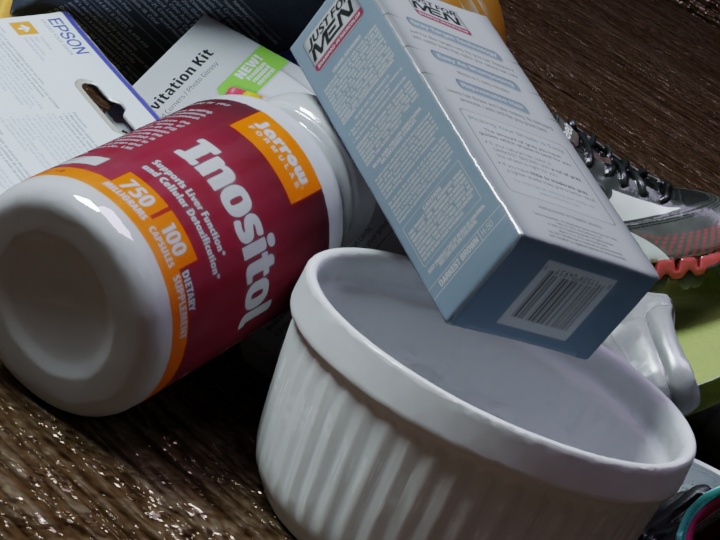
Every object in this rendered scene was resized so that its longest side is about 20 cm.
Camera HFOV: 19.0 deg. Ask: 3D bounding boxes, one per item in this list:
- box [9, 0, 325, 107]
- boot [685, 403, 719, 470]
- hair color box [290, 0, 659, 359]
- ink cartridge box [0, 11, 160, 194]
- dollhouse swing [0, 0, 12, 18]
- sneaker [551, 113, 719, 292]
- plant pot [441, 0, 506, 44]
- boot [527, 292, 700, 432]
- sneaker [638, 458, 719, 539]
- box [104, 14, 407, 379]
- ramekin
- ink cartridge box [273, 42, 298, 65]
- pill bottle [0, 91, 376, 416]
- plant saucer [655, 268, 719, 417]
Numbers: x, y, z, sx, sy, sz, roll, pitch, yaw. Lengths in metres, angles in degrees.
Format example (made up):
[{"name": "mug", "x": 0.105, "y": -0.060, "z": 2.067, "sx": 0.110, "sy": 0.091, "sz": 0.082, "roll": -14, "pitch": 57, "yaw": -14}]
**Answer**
[{"name": "box", "x": -0.088, "y": -0.206, "z": 1.264, "sx": 0.107, "sy": 0.199, "sz": 0.149, "roll": 41, "pitch": 45, "yaw": -40}, {"name": "boot", "x": 0.246, "y": 0.074, "z": 1.365, "sx": 0.138, "sy": 0.078, "sz": 0.200, "roll": 34, "pitch": 18, "yaw": 23}, {"name": "hair color box", "x": 0.052, "y": -0.054, "z": 1.044, "sx": 0.099, "sy": 0.061, "sz": 0.201, "roll": 16, "pitch": 35, "yaw": -41}, {"name": "ink cartridge box", "x": -0.198, "y": -0.068, "z": 1.124, "sx": 0.199, "sy": 0.041, "sz": 0.200, "roll": -6, "pitch": 40, "yaw": -38}, {"name": "dollhouse swing", "x": -0.278, "y": -0.185, "z": 1.274, "sx": 0.199, "sy": 0.183, "sz": 0.176, "roll": 23, "pitch": -4, "yaw": -8}, {"name": "sneaker", "x": 0.142, "y": -0.043, "z": 1.289, "sx": 0.199, "sy": 0.099, "sz": 0.071, "roll": 4, "pitch": 19, "yaw": 4}, {"name": "plant pot", "x": -0.011, "y": -0.122, "z": 1.427, "sx": 0.199, "sy": 0.201, "sz": 0.184, "roll": 24, "pitch": 27, "yaw": -2}, {"name": "boot", "x": 0.126, "y": 0.037, "z": 1.175, "sx": 0.095, "sy": 0.074, "sz": 0.200, "roll": -17, "pitch": 28, "yaw": 1}, {"name": "sneaker", "x": 0.168, "y": 0.130, "z": 1.024, "sx": 0.200, "sy": 0.084, "sz": 0.121, "roll": 40, "pitch": -9, "yaw": 40}, {"name": "box", "x": -0.055, "y": -0.037, "z": 1.162, "sx": 0.199, "sy": 0.156, "sz": 0.041, "roll": 31, "pitch": -26, "yaw": 25}, {"name": "ramekin", "x": 0.045, "y": 0.082, "z": 1.001, "sx": 0.199, "sy": 0.106, "sz": 0.200, "roll": 24, "pitch": 16, "yaw": -7}, {"name": "ink cartridge box", "x": -0.066, "y": -0.116, "z": 1.290, "sx": 0.199, "sy": 0.120, "sz": 0.042, "roll": 4, "pitch": -25, "yaw": 42}, {"name": "pill bottle", "x": -0.080, "y": -0.018, "z": 1.023, "sx": 0.113, "sy": 0.114, "sz": 0.200, "roll": 31, "pitch": 35, "yaw": 21}, {"name": "plant saucer", "x": 0.164, "y": 0.045, "z": 1.264, "sx": 0.198, "sy": 0.031, "sz": 0.200, "roll": -14, "pitch": 22, "yaw": 6}]
